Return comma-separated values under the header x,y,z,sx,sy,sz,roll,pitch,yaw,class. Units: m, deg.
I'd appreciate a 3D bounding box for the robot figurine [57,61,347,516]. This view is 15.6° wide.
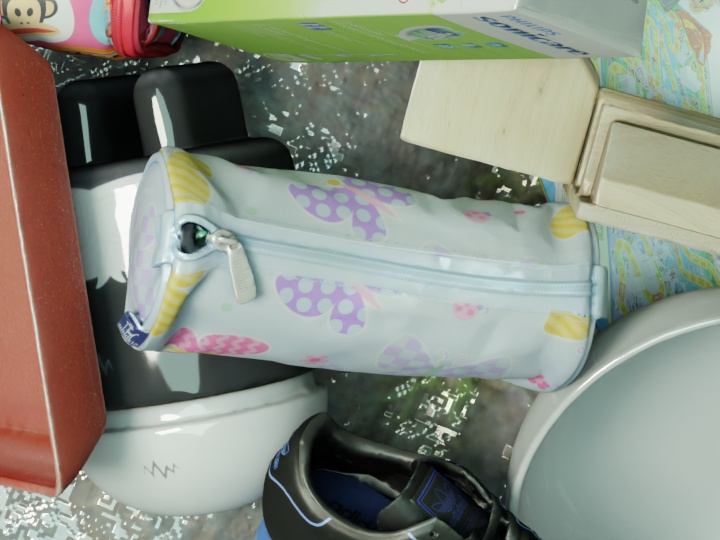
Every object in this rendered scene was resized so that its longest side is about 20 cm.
x,y,z,sx,sy,sz,roll,pitch,yaw,class
-0.081,0.009,1.182,0.124,0.150,0.201,-11,94,-26,robot figurine

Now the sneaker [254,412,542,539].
x,y,z,sx,sy,sz,roll,pitch,yaw,class
0.048,0.130,1.118,0.200,0.070,0.078,24,136,9,sneaker

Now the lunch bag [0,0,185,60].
x,y,z,sx,sy,sz,roll,pitch,yaw,class
-0.111,-0.192,1.136,0.082,0.176,0.201,6,95,6,lunch bag

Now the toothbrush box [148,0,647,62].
x,y,z,sx,sy,sz,roll,pitch,yaw,class
0.019,-0.163,1.056,0.200,0.086,0.146,4,84,41,toothbrush box

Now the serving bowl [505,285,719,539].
x,y,z,sx,sy,sz,roll,pitch,yaw,class
0.157,0.082,1.177,0.199,0.066,0.201,-5,126,-6,serving bowl

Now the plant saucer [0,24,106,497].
x,y,z,sx,sy,sz,roll,pitch,yaw,class
-0.167,-0.008,1.166,0.037,0.199,0.201,-10,94,-27,plant saucer

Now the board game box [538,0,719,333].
x,y,z,sx,sy,sz,roll,pitch,yaw,class
0.149,-0.052,1.200,0.134,0.034,0.201,-20,96,5,board game box

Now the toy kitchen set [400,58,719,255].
x,y,z,sx,sy,sz,roll,pitch,yaw,class
0.134,-0.108,1.094,0.199,0.163,0.181,16,98,1,toy kitchen set

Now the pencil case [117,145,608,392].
x,y,z,sx,sy,sz,roll,pitch,yaw,class
0.000,0.000,1.091,0.199,0.091,0.083,8,68,-18,pencil case
